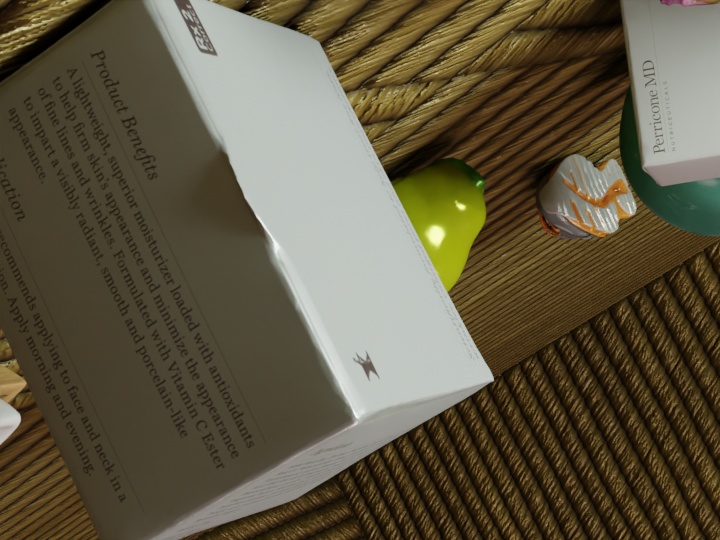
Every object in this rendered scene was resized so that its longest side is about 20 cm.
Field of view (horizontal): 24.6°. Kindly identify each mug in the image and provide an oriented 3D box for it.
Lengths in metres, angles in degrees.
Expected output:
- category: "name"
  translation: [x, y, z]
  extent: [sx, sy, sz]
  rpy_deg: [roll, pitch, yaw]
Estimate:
- category: "mug"
  translation: [0.270, -0.128, 1.231]
  extent: [0.150, 0.187, 0.114]
  rpy_deg: [-4, 169, 4]

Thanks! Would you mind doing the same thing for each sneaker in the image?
- category: "sneaker"
  translation: [0.199, -0.059, 1.548]
  extent: [0.077, 0.079, 0.200]
  rpy_deg: [-22, 172, 23]

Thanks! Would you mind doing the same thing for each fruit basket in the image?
- category: "fruit basket"
  translation: [0.000, 0.000, 1.214]
  extent: [0.215, 0.154, 0.218]
  rpy_deg: [18, 90, -75]

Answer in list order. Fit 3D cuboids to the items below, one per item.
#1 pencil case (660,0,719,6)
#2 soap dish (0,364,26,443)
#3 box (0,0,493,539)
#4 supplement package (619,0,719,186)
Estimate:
- category: "pencil case"
  translation: [0.149, -0.178, 0.758]
  extent: [0.086, 0.083, 0.200]
  rpy_deg: [-31, 171, 12]
- category: "soap dish"
  translation: [-0.305, 0.115, 0.934]
  extent: [0.200, 0.081, 0.157]
  rpy_deg: [-41, 167, 16]
- category: "box"
  translation: [-0.060, 0.000, 0.742]
  extent: [0.130, 0.200, 0.200]
  rpy_deg: [-30, 170, 18]
- category: "supplement package"
  translation: [0.275, -0.131, 1.057]
  extent: [0.198, 0.123, 0.120]
  rpy_deg: [-9, 175, 15]
